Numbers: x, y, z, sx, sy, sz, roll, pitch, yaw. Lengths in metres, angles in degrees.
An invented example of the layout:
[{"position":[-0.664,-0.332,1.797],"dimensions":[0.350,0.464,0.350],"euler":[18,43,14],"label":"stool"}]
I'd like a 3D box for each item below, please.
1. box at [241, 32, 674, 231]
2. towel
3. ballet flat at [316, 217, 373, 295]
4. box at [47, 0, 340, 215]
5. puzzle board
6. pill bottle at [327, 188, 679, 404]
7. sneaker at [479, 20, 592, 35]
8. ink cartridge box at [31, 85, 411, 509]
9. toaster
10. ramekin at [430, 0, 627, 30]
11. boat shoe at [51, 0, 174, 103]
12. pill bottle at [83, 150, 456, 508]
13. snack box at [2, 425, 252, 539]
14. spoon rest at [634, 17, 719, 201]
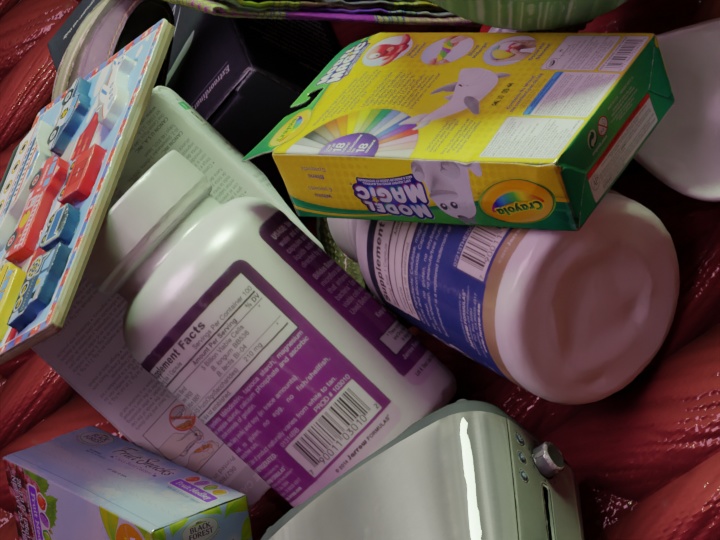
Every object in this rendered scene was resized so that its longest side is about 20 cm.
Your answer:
[{"position":[0.046,-0.073,1.342],"dimensions":[0.200,0.048,0.117],"euler":[6,41,35],"label":"box"},{"position":[-0.033,-0.164,1.528],"dimensions":[0.144,0.200,0.023],"euler":[23,110,54],"label":"towel"},{"position":[0.000,0.000,1.512],"dimensions":[0.046,0.067,0.200],"euler":[-4,65,16],"label":"ballet flat"},{"position":[-0.098,-0.117,1.646],"dimensions":[0.148,0.104,0.200],"euler":[-47,42,24],"label":"box"},{"position":[-0.173,-0.033,1.421],"dimensions":[0.151,0.017,0.200],"euler":[-27,38,50],"label":"puzzle board"},{"position":[0.067,-0.011,1.386],"dimensions":[0.200,0.111,0.111],"euler":[29,94,53],"label":"pill bottle"},{"position":[0.107,-0.205,1.413],"dimensions":[0.112,0.071,0.200],"euler":[41,84,13],"label":"sneaker"},{"position":[-0.093,0.021,1.480],"dimensions":[0.161,0.200,0.050],"euler":[-47,2,10],"label":"ink cartridge box"},{"position":[0.027,0.170,1.316],"dimensions":[0.200,0.114,0.129],"euler":[-35,38,21],"label":"toaster"},{"position":[0.087,-0.219,1.330],"dimensions":[0.098,0.200,0.200],"euler":[82,-158,-77],"label":"ramekin"},{"position":[-0.141,-0.066,1.540],"dimensions":[0.073,0.074,0.200],"euler":[19,96,39],"label":"boat shoe"},{"position":[-0.055,0.033,1.398],"dimensions":[0.112,0.200,0.112],"euler":[-46,0,0],"label":"pill bottle"},{"position":[-0.117,0.203,1.450],"dimensions":[0.169,0.068,0.200],"euler":[18,122,53],"label":"snack box"},{"position":[0.157,-0.086,1.360],"dimensions":[0.200,0.061,0.100],"euler":[8,79,53],"label":"spoon rest"}]
